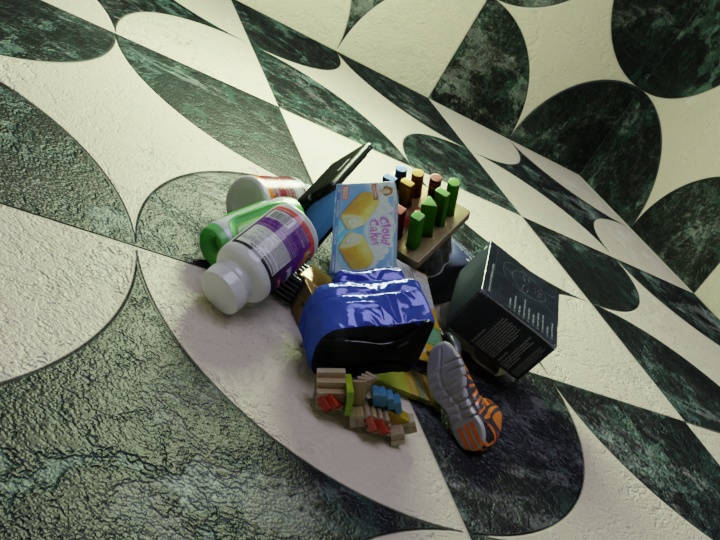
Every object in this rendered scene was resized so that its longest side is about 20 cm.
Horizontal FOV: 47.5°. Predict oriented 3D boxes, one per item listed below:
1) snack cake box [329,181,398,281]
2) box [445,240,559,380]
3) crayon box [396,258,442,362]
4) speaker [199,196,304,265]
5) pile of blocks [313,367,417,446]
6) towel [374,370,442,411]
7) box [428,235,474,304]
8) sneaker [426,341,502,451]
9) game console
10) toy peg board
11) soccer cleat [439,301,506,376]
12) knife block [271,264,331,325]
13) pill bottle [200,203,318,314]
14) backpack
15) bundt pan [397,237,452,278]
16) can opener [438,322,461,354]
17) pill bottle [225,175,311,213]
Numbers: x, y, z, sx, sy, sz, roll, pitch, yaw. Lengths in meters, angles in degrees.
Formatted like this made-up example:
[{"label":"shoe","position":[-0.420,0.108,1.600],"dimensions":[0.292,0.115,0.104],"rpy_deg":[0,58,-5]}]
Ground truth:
[{"label":"snack cake box","position":[0.010,-0.063,1.496],"dimensions":[0.113,0.068,0.203],"rpy_deg":[-3,56,9]},{"label":"box","position":[0.297,0.079,1.691],"dimensions":[0.196,0.124,0.201],"rpy_deg":[38,33,-9]},{"label":"crayon box","position":[0.099,0.092,1.559],"dimensions":[0.125,0.051,0.203],"rpy_deg":[26,46,-54]},{"label":"speaker","position":[-0.193,-0.072,1.490],"dimensions":[0.088,0.089,0.199],"rpy_deg":[42,44,22]},{"label":"pile of blocks","position":[0.014,0.214,1.271],"dimensions":[0.198,0.083,0.062],"rpy_deg":[25,24,-20]},{"label":"towel","position":[0.057,0.191,1.460],"dimensions":[0.198,0.018,0.086],"rpy_deg":[24,22,-21]},{"label":"box","position":[0.139,-0.029,1.856],"dimensions":[0.200,0.124,0.197],"rpy_deg":[45,27,25]},{"label":"sneaker","position":[0.188,0.226,1.467],"dimensions":[0.111,0.077,0.203],"rpy_deg":[11,57,-57]},{"label":"game console","position":[-0.046,-0.142,1.669],"dimensions":[0.117,0.175,0.201],"rpy_deg":[53,40,-15]},{"label":"toy peg board","position":[0.095,-0.138,1.642],"dimensions":[0.198,0.099,0.200],"rpy_deg":[32,50,22]},{"label":"soccer cleat","position":[0.240,0.142,1.729],"dimensions":[0.200,0.070,0.077],"rpy_deg":[44,28,16]},{"label":"knife block","position":[-0.085,0.036,1.509],"dimensions":[0.198,0.064,0.176],"rpy_deg":[16,30,-34]},{"label":"pill bottle","position":[-0.171,-0.017,1.374],"dimensions":[0.111,0.112,0.200],"rpy_deg":[38,51,12]},{"label":"backpack","position":[-0.005,0.088,1.360],"dimensions":[0.197,0.164,0.169],"rpy_deg":[-7,49,-20]},{"label":"bundt pan","position":[0.100,-0.074,1.715],"dimensions":[0.198,0.076,0.204],"rpy_deg":[1,54,-2]},{"label":"can opener","position":[0.158,0.129,1.654],"dimensions":[0.052,0.067,0.201],"rpy_deg":[16,24,-31]},{"label":"pill bottle","position":[-0.172,-0.135,1.668],"dimensions":[0.113,0.114,0.199],"rpy_deg":[43,24,22]}]
